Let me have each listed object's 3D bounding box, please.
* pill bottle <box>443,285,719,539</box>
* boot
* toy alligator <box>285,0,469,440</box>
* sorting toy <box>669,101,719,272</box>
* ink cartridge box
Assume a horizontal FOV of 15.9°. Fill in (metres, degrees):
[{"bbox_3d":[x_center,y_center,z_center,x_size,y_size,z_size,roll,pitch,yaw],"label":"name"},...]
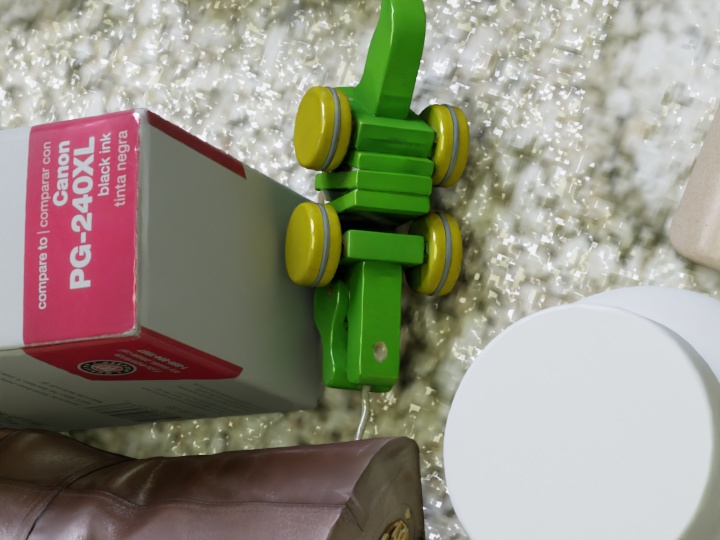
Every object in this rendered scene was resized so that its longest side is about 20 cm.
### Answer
[{"bbox_3d":[0.099,0.067,0.794,0.111,0.200,0.113,-5,77,24],"label":"pill bottle"},{"bbox_3d":[-0.085,0.120,0.865,0.199,0.064,0.187,3,44,28],"label":"boot"},{"bbox_3d":[0.000,0.000,0.939,0.054,0.059,0.202,180,95,-69],"label":"toy alligator"},{"bbox_3d":[0.221,-0.060,0.860,0.199,0.036,0.186,22,89,31],"label":"sorting toy"},{"bbox_3d":[-0.133,0.009,0.941,0.199,0.145,0.084,-6,76,23],"label":"ink cartridge box"}]
